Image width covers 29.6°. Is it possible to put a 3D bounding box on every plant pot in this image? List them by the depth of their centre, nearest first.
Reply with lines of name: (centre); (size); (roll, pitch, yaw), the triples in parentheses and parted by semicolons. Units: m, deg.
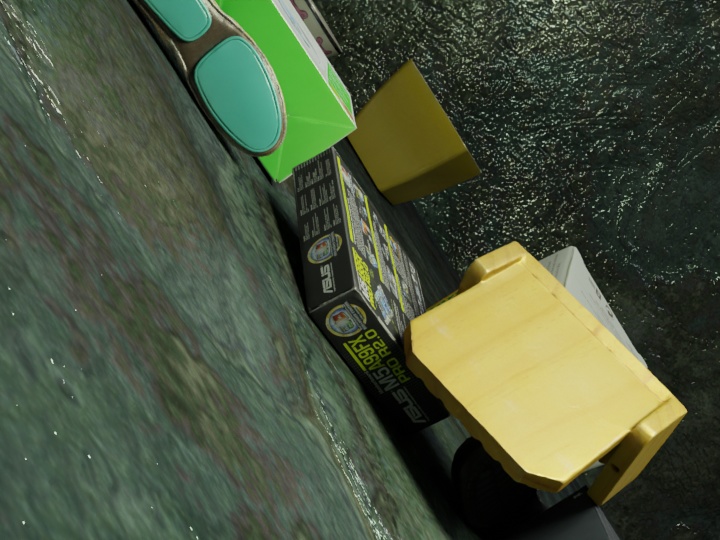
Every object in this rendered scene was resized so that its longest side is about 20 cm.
plant pot: (0.086, -0.233, 2.499); (0.201, 0.176, 0.200); (59, 7, 14)

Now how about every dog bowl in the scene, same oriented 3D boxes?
dog bowl: (-0.116, -0.475, 2.561); (0.201, 0.073, 0.200); (57, 5, -8)

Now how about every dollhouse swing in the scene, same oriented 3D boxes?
dollhouse swing: (0.125, 0.111, 1.110); (0.200, 0.175, 0.182); (46, -30, 18)

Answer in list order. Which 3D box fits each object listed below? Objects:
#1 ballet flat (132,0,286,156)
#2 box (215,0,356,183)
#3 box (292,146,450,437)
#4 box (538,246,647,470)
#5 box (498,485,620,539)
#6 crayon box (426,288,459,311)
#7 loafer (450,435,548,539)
ballet flat: (-0.124, -0.184, 1.111); (0.201, 0.068, 0.067); (59, -1, -12)
box: (-0.098, -0.204, 1.278); (0.201, 0.096, 0.177); (55, 9, -15)
box: (0.006, 0.015, 1.132); (0.161, 0.044, 0.201); (53, 16, -35)
box: (0.227, 0.122, 1.667); (0.200, 0.170, 0.200); (56, 27, -16)
box: (0.200, 0.302, 1.101); (0.183, 0.104, 0.200); (58, 6, -6)
crayon box: (0.115, 0.061, 1.518); (0.051, 0.126, 0.200); (56, 5, -9)
loafer: (0.113, 0.186, 1.192); (0.072, 0.073, 0.200); (55, -5, 34)
